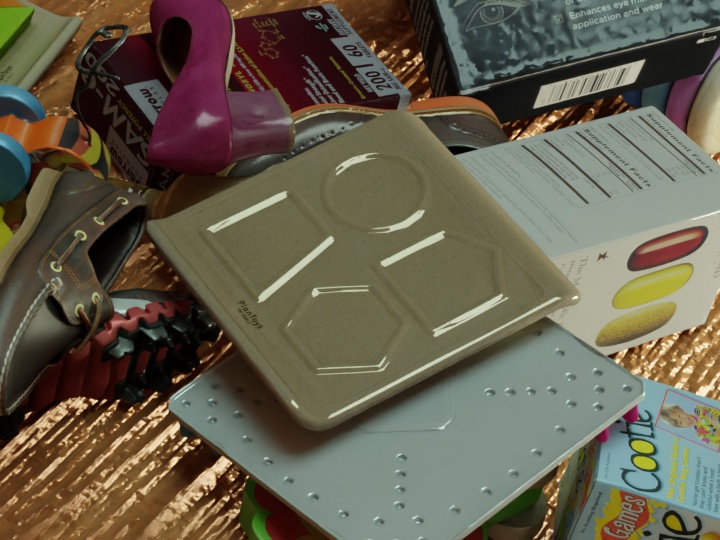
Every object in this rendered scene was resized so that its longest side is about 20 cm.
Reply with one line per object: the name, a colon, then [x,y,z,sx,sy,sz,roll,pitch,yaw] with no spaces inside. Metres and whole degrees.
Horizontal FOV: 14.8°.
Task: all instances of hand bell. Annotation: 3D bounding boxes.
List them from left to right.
hand bell: [-0.146,-0.044,1.749,0.200,0.104,0.104,16,35,18]

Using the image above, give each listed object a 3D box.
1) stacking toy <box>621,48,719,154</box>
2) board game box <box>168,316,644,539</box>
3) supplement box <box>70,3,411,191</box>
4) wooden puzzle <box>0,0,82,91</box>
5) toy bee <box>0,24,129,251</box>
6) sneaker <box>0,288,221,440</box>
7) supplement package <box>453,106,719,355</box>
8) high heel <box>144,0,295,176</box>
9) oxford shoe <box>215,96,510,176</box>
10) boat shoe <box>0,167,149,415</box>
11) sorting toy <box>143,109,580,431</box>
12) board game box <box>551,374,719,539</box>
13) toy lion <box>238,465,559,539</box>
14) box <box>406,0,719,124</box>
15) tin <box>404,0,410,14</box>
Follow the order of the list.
stacking toy: [0.193,-0.164,2.037,0.200,0.085,0.085,30,38,24]
board game box: [0.026,0.080,1.592,0.200,0.026,0.200,-35,49,-26]
supplement box: [-0.080,-0.114,1.862,0.200,0.061,0.109,-13,48,-34]
wooden puzzle: [-0.306,-0.164,1.845,0.200,0.037,0.185,23,38,5]
toy bee: [-0.198,-0.054,1.681,0.109,0.200,0.131,52,48,-26]
sneaker: [-0.177,0.036,1.625,0.200,0.071,0.098,-15,51,-35]
supplement package: [0.137,-0.017,1.792,0.200,0.114,0.110,-16,48,-36]
high heel: [-0.120,-0.125,1.745,0.096,0.067,0.200,-8,30,-23]
oxford shoe: [0.005,-0.066,1.804,0.200,0.071,0.073,-13,33,-13]
boat shoe: [-0.170,0.011,1.548,0.070,0.070,0.200,16,41,3]
sorting toy: [0.000,0.000,1.630,0.200,0.036,0.185,-24,52,-24]
board game box: [0.221,0.153,1.627,0.200,0.103,0.105,18,39,-3]
toy lion: [0.005,0.117,1.622,0.192,0.069,0.200,-22,53,-32]
box: [0.130,-0.220,1.924,0.197,0.117,0.200,-14,78,-6]
tin: [0.088,-0.242,2.070,0.112,0.042,0.200,-9,35,16]
